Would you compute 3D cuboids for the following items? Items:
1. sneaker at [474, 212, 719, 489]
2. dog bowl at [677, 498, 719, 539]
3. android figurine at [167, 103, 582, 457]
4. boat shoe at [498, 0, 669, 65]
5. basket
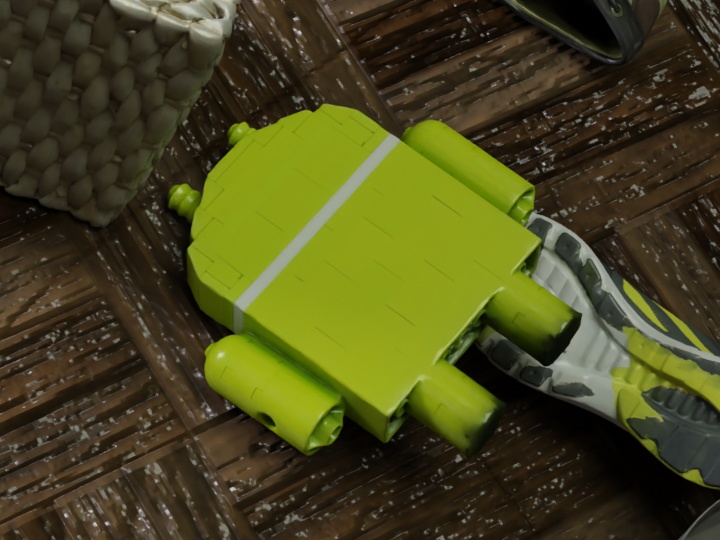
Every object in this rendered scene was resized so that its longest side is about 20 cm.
[{"bbox_3d":[0.126,0.044,1.391,0.200,0.085,0.075,40,96,19],"label":"sneaker"},{"bbox_3d":[0.208,0.198,1.326,0.199,0.059,0.201,10,67,-25],"label":"dog bowl"},{"bbox_3d":[0.000,0.000,1.340,0.200,0.041,0.182,33,65,16],"label":"android figurine"},{"bbox_3d":[0.075,-0.180,1.482,0.199,0.073,0.065,30,49,-8],"label":"boat shoe"},{"bbox_3d":[-0.150,-0.153,1.284,0.197,0.200,0.161,20,58,-13],"label":"basket"}]
